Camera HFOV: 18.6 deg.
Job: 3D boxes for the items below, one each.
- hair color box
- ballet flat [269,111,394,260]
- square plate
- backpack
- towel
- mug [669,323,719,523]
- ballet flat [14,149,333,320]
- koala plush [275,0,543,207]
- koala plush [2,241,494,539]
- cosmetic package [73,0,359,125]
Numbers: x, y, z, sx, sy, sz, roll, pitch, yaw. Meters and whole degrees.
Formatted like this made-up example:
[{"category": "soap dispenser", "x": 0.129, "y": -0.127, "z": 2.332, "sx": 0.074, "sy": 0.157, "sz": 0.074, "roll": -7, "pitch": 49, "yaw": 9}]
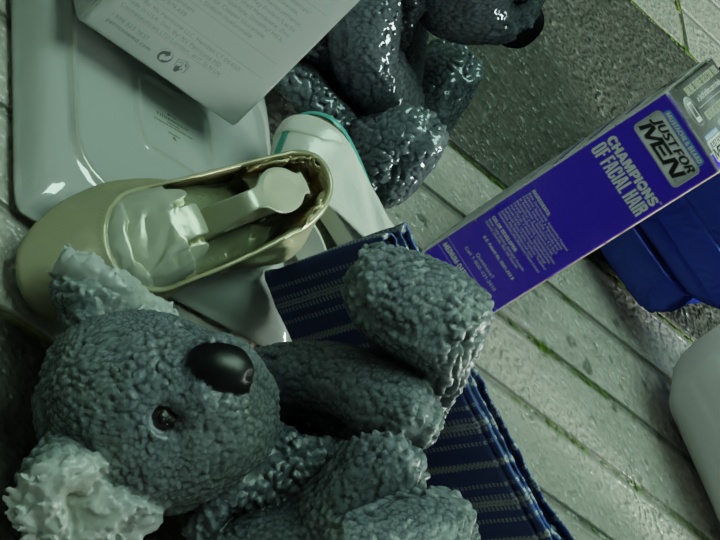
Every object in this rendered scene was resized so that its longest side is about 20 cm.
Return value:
[{"category": "hair color box", "x": 0.147, "y": -0.050, "z": 1.402, "sx": 0.065, "sy": 0.200, "sz": 0.109, "roll": 55, "pitch": 29, "yaw": 0}, {"category": "ballet flat", "x": 0.000, "y": 0.000, "z": 1.268, "sx": 0.200, "sy": 0.069, "sz": 0.070, "roll": 56, "pitch": 25, "yaw": -30}, {"category": "square plate", "x": -0.110, "y": -0.072, "z": 1.215, "sx": 0.200, "sy": 0.028, "sz": 0.199, "roll": 31, "pitch": 37, "yaw": -38}, {"category": "backpack", "x": 0.265, "y": -0.058, "z": 1.626, "sx": 0.163, "sy": 0.167, "sz": 0.200, "roll": 62, "pitch": 25, "yaw": 5}, {"category": "towel", "x": 0.030, "y": 0.076, "z": 1.150, "sx": 0.024, "sy": 0.145, "sz": 0.201, "roll": -31, "pitch": 96, "yaw": -31}, {"category": "mug", "x": 0.288, "y": 0.122, "z": 1.549, "sx": 0.149, "sy": 0.187, "sz": 0.154, "roll": -18, "pitch": 63, "yaw": -27}, {"category": "ballet flat", "x": -0.087, "y": -0.024, "z": 1.119, "sx": 0.199, "sy": 0.069, "sz": 0.070, "roll": -21, "pitch": 78, "yaw": -47}, {"category": "koala plush", "x": 0.042, "y": -0.178, "z": 1.346, "sx": 0.184, "sy": 0.200, "sz": 0.177, "roll": 50, "pitch": 24, "yaw": -9}, {"category": "koala plush", "x": -0.066, "y": 0.080, "z": 1.028, "sx": 0.199, "sy": 0.184, "sz": 0.178, "roll": 17, "pitch": 58, "yaw": -21}, {"category": "cosmetic package", "x": -0.061, "y": -0.228, "z": 1.228, "sx": 0.123, "sy": 0.200, "sz": 0.200, "roll": 33, "pitch": 24, "yaw": -34}]
